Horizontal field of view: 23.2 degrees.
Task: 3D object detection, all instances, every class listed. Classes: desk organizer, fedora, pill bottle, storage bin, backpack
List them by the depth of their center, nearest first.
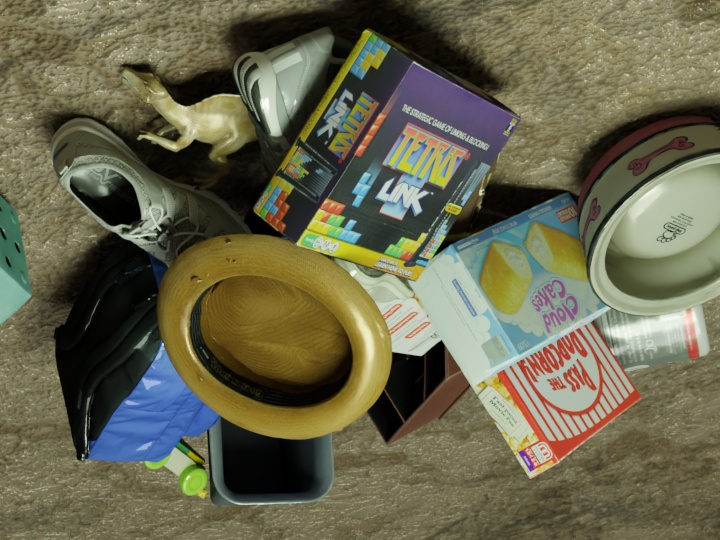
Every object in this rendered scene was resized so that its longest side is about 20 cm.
[{"bbox_3d":[-0.063,0.041,1.421,0.200,0.082,0.202,9,121,15],"label":"fedora"},{"bbox_3d":[-0.183,0.061,1.642,0.167,0.163,0.200,0,141,-34],"label":"backpack"},{"bbox_3d":[0.245,0.050,1.776,0.199,0.114,0.114,-12,153,9],"label":"pill bottle"},{"bbox_3d":[-0.099,0.153,1.815,0.145,0.201,0.134,0,163,-16],"label":"storage bin"},{"bbox_3d":[0.071,0.109,1.852,0.077,0.072,0.200,-26,165,-28],"label":"desk organizer"}]

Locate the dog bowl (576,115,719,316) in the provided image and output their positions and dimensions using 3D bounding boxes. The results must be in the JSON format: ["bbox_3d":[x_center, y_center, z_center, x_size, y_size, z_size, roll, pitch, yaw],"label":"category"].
[{"bbox_3d":[0.284,-0.054,1.577,0.199,0.074,0.201,-14,139,-12],"label":"dog bowl"}]

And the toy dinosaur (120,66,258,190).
[{"bbox_3d":[-0.106,-0.114,1.425,0.199,0.058,0.101,7,148,-27],"label":"toy dinosaur"}]

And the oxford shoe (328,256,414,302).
[{"bbox_3d":[0.000,0.000,1.582,0.058,0.075,0.200,-32,169,16],"label":"oxford shoe"}]

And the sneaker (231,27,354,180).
[{"bbox_3d":[-0.023,-0.114,1.395,0.115,0.075,0.200,-29,145,-9],"label":"sneaker"}]

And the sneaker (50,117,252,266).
[{"bbox_3d":[-0.173,-0.040,1.436,0.199,0.082,0.075,32,113,-17],"label":"sneaker"}]

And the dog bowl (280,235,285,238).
[{"bbox_3d":[-0.047,0.049,1.560,0.049,0.112,0.200,-24,147,12],"label":"dog bowl"}]

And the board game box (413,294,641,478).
[{"bbox_3d":[0.159,0.074,1.651,0.151,0.200,0.046,-29,174,-45],"label":"board game box"}]

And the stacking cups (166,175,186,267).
[{"bbox_3d":[-0.129,0.016,1.535,0.060,0.201,0.061,-28,-167,7],"label":"stacking cups"}]

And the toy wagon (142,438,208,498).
[{"bbox_3d":[-0.219,0.180,1.864,0.040,0.155,0.200,-50,137,-5],"label":"toy wagon"}]

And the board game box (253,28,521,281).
[{"bbox_3d":[0.026,-0.085,1.386,0.166,0.057,0.200,-56,151,11],"label":"board game box"}]

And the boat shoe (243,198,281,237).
[{"bbox_3d":[-0.040,-0.074,1.519,0.066,0.070,0.200,7,157,-30],"label":"boat shoe"}]

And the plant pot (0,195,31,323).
[{"bbox_3d":[-0.393,0.000,1.490,0.199,0.142,0.141,-20,152,8],"label":"plant pot"}]

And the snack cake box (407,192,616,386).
[{"bbox_3d":[0.146,0.015,1.587,0.067,0.115,0.200,-38,171,40],"label":"snack cake box"}]

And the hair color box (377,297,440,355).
[{"bbox_3d":[0.004,0.023,1.716,0.199,0.064,0.111,11,147,-31],"label":"hair color box"}]

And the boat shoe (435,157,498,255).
[{"bbox_3d":[0.082,-0.060,1.560,0.074,0.075,0.203,-1,152,-13],"label":"boat shoe"}]
